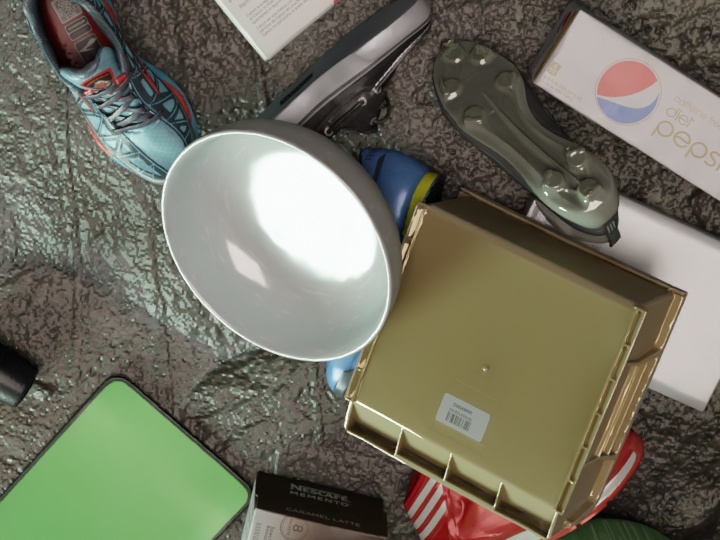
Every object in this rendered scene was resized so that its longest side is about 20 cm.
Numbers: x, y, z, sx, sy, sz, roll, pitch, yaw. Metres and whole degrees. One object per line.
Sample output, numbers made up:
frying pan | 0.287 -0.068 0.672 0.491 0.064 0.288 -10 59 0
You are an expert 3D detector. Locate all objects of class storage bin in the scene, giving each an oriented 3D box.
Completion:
storage bin | 0.112 0.069 1.393 0.199 0.094 0.200 27 106 21

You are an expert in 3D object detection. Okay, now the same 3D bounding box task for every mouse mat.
mouse mat | -0.208 0.204 1.522 0.161 0.008 0.200 42 101 -9

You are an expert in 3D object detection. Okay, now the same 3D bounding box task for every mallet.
mallet | -0.346 0.135 1.494 0.066 0.041 0.200 40 106 -10

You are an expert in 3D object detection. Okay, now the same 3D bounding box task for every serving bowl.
serving bowl | -0.050 -0.031 1.372 0.199 0.066 0.201 17 129 22

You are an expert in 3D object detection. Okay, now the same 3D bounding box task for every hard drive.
hard drive | 0.212 0.013 1.453 0.199 0.027 0.133 24 103 -4

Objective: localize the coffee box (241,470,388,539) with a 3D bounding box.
coffee box | -0.054 0.281 1.499 0.113 0.080 0.202 13 105 -5

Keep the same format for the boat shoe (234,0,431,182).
boat shoe | -0.013 -0.128 1.402 0.200 0.070 0.066 -41 108 11

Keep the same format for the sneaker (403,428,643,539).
sneaker | 0.122 0.161 1.468 0.199 0.078 0.116 -36 102 8

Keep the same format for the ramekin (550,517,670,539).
ramekin | 0.197 0.299 1.474 0.198 0.098 0.202 -2 115 -5

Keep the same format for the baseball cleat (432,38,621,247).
baseball cleat | 0.124 -0.089 1.388 0.070 0.107 0.200 -34 58 -5

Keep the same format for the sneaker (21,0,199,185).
sneaker | -0.198 -0.142 1.385 0.079 0.096 0.201 -35 101 10

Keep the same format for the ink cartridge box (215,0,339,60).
ink cartridge box | -0.077 -0.282 1.352 0.144 0.084 0.200 -38 102 10

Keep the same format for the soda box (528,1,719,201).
soda box | 0.229 -0.124 1.398 0.199 0.064 0.068 31 103 -6

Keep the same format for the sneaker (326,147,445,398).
sneaker | 0.000 0.000 1.441 0.078 0.066 0.201 22 106 12
